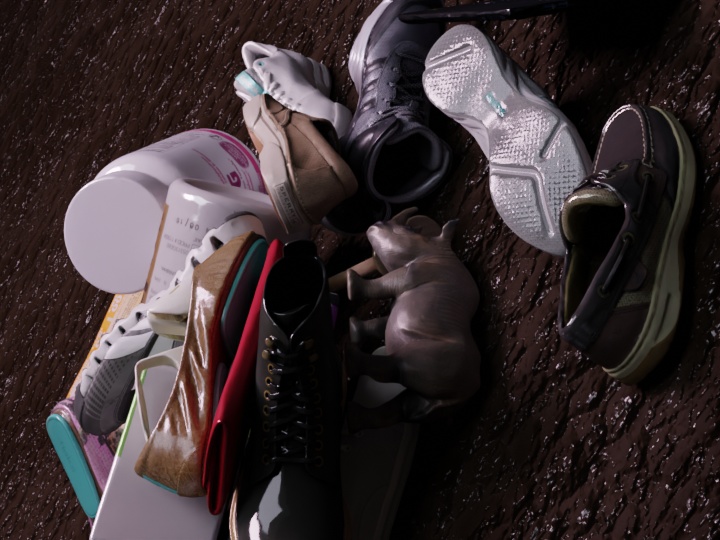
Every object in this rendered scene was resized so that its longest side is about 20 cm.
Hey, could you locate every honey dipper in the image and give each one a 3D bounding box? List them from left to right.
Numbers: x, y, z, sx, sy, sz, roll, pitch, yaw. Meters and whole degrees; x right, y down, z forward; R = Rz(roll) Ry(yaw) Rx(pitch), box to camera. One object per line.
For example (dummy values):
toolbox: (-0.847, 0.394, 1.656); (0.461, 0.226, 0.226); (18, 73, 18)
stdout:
honey dipper: (0.000, 0.000, 1.497); (0.200, 0.038, 0.038); (-25, 42, 61)

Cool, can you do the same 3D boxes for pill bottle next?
pill bottle: (-0.160, -0.048, 1.686); (0.114, 0.113, 0.200); (-52, -6, 21)
pill bottle: (-0.113, 0.039, 1.555); (0.114, 0.114, 0.202); (-149, 72, -68)

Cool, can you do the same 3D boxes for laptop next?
laptop: (0.142, -0.229, 1.359); (0.177, 0.198, 0.104); (-167, 67, -67)

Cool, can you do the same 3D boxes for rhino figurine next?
rhino figurine: (0.035, 0.025, 1.336); (0.201, 0.087, 0.060); (-88, -4, -49)

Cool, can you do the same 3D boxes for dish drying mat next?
dish drying mat: (-0.073, 0.064, 1.310); (0.201, 0.018, 0.077); (-74, -7, -55)

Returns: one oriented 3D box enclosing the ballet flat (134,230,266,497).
ballet flat: (-0.113, 0.058, 1.363); (0.068, 0.072, 0.201); (76, -160, -59)

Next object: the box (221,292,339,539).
box: (-0.062, 0.129, 1.398); (0.143, 0.036, 0.201); (112, 172, -47)

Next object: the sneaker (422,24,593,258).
sneaker: (0.113, -0.080, 1.307); (0.070, 0.080, 0.201); (-44, 46, 19)

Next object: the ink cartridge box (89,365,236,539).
ink cartridge box: (-0.139, 0.180, 1.432); (0.200, 0.083, 0.146); (108, 177, -57)

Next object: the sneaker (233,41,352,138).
sneaker: (-0.066, -0.138, 1.722); (0.075, 0.088, 0.200); (-53, 24, 15)

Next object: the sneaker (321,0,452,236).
sneaker: (0.034, -0.119, 1.512); (0.114, 0.075, 0.201); (7, 76, 65)

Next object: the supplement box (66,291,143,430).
supplement box: (-0.168, 0.080, 1.709); (0.127, 0.073, 0.200); (-65, 23, -7)

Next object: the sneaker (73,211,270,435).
sneaker: (-0.123, 0.056, 1.454); (0.200, 0.066, 0.091); (-46, 60, 7)

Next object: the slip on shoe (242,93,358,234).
slip on shoe: (-0.044, -0.087, 1.493); (0.060, 0.076, 0.200); (-24, 19, 2)

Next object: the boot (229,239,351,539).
boot: (-0.045, 0.096, 1.236); (0.139, 0.077, 0.201); (88, 179, -50)

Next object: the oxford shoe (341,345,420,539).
oxford shoe: (-0.007, 0.131, 1.328); (0.075, 0.057, 0.201); (-33, 34, 52)

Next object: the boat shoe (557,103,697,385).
boat shoe: (0.148, -0.029, 1.166); (0.073, 0.065, 0.201); (-44, 27, 39)

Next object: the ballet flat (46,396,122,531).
ballet flat: (-0.183, 0.190, 1.578); (0.069, 0.071, 0.202); (-22, 85, 59)
